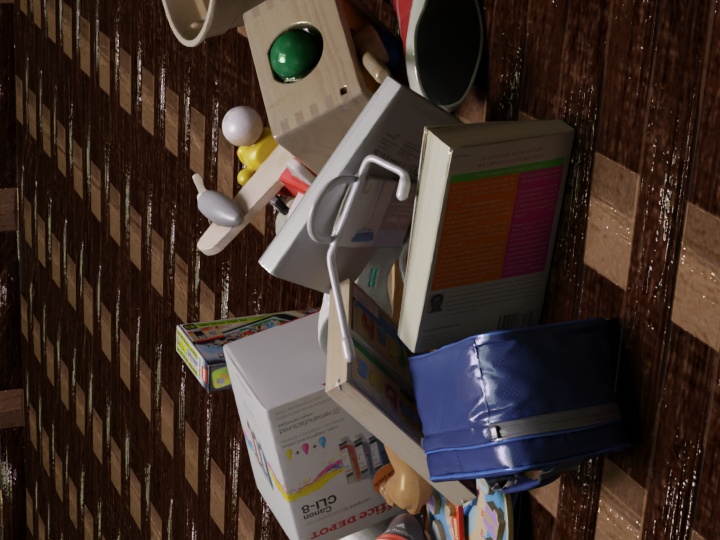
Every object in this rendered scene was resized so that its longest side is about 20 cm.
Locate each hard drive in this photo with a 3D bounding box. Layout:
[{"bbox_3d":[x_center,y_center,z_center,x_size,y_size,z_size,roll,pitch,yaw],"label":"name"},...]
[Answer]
[{"bbox_3d":[0.004,-0.071,1.425,0.026,0.132,0.200,40,100,29],"label":"hard drive"}]

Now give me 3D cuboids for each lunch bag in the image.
[{"bbox_3d":[0.130,0.123,1.355,0.200,0.136,0.133,152,110,-66],"label":"lunch bag"}]

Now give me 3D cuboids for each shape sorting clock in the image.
[{"bbox_3d":[0.103,0.235,1.566,0.200,0.039,0.201,174,90,-66],"label":"shape sorting clock"}]

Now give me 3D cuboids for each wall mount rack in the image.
[{"bbox_3d":[0.028,-0.014,1.407,0.074,0.200,0.174,30,107,33],"label":"wall mount rack"}]

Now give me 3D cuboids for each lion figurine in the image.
[{"bbox_3d":[0.041,0.175,1.566,0.122,0.072,0.200,-129,15,-68],"label":"lion figurine"}]

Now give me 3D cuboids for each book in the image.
[{"bbox_3d":[0.110,-0.029,1.367,0.048,0.133,0.200,46,136,50],"label":"book"}]

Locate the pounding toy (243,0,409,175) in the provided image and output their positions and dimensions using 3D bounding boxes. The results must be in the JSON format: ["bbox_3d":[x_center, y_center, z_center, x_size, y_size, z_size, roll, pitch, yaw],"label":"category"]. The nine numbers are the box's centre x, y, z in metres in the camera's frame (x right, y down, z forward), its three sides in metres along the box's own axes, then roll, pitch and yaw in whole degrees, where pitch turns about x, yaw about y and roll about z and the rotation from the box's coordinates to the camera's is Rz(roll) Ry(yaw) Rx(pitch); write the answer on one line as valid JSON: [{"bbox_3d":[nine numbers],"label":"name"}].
[{"bbox_3d":[-0.011,-0.186,1.527,0.142,0.200,0.184,-26,59,18],"label":"pounding toy"}]

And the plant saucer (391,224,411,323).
[{"bbox_3d":[0.023,-0.022,1.667,0.200,0.035,0.201,176,90,-74],"label":"plant saucer"}]

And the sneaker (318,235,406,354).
[{"bbox_3d":[0.000,0.000,1.582,0.080,0.070,0.201,-107,27,-51],"label":"sneaker"}]

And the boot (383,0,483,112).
[{"bbox_3d":[0.056,-0.242,1.524,0.144,0.072,0.201,168,101,-69],"label":"boot"}]

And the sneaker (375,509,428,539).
[{"bbox_3d":[0.061,0.334,1.672,0.077,0.082,0.200,11,132,20],"label":"sneaker"}]

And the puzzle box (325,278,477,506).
[{"bbox_3d":[0.039,0.113,1.455,0.025,0.200,0.133,-29,37,25],"label":"puzzle box"}]

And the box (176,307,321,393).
[{"bbox_3d":[-0.096,0.087,1.785,0.110,0.200,0.035,-138,47,-56],"label":"box"}]

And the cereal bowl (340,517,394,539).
[{"bbox_3d":[-0.022,0.328,1.824,0.200,0.083,0.201,173,90,-66],"label":"cereal bowl"}]

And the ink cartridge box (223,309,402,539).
[{"bbox_3d":[-0.042,0.170,1.698,0.145,0.145,0.200,-132,26,-54],"label":"ink cartridge box"}]

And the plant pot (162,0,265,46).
[{"bbox_3d":[-0.106,-0.348,1.717,0.200,0.183,0.201,174,90,-67],"label":"plant pot"}]

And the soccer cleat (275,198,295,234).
[{"bbox_3d":[-0.066,-0.053,1.842,0.200,0.069,0.078,143,123,-70],"label":"soccer cleat"}]

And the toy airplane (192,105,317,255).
[{"bbox_3d":[-0.093,-0.123,1.729,0.199,0.141,0.200,-33,23,39],"label":"toy airplane"}]
